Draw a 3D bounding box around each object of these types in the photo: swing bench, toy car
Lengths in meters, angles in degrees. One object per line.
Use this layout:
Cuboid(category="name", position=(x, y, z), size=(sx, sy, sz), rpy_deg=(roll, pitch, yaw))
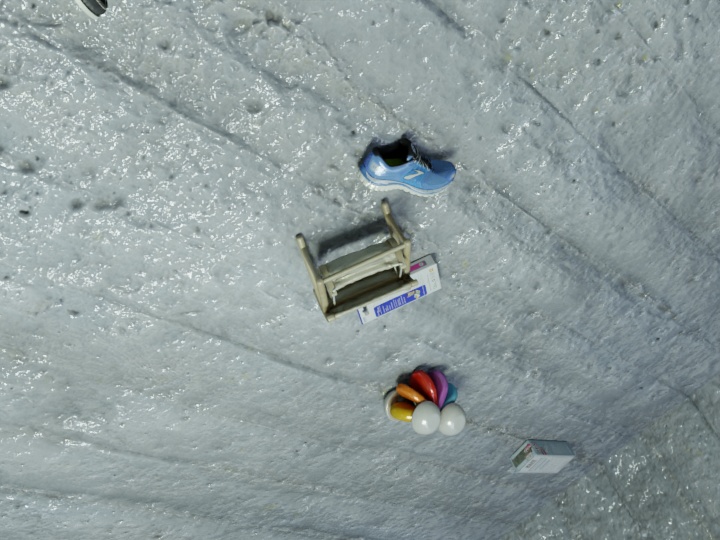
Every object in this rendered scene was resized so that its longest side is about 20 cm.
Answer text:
Cuboid(category="swing bench", position=(0.000, 0.000, 1.776), size=(0.198, 0.130, 0.201), rpy_deg=(-23, 142, -6))
Cuboid(category="toy car", position=(0.167, 0.324, 2.245), size=(0.199, 0.174, 0.151), rpy_deg=(10, 92, -38))

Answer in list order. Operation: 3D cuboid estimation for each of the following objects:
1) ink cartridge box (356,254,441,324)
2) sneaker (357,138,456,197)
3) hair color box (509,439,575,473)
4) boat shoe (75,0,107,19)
Cuboid(category="ink cartridge box", position=(0.079, 0.043, 1.948), size=(0.199, 0.037, 0.095), rpy_deg=(-26, 143, -6))
Cuboid(category="sneaker", position=(0.097, -0.193, 1.656), size=(0.199, 0.079, 0.089), rpy_deg=(-2, 138, -29))
Cuboid(category="hair color box", position=(0.582, 0.596, 2.852), size=(0.199, 0.061, 0.099), rpy_deg=(11, 128, -39))
Cuboid(category="boat shoe", position=(-0.366, -0.415, 1.139), size=(0.060, 0.074, 0.201), rpy_deg=(-22, 134, 1))
